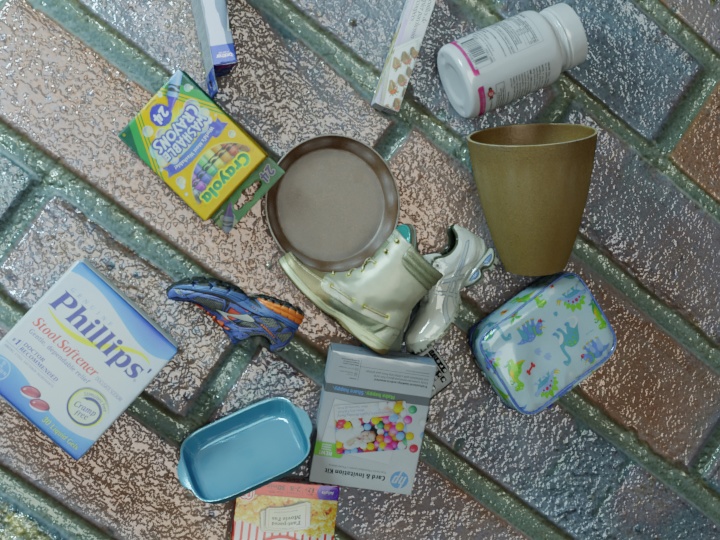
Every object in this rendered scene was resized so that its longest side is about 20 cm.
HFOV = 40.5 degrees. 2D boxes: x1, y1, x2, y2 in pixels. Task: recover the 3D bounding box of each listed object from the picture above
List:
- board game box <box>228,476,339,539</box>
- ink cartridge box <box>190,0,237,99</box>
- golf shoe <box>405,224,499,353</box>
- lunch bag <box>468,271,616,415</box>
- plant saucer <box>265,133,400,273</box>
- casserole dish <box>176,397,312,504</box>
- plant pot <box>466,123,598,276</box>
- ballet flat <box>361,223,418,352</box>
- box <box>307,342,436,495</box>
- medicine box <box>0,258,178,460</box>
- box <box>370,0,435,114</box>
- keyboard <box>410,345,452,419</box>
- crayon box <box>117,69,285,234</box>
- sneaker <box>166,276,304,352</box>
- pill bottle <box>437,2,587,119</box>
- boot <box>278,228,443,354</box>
[{"bbox_3d":[-0.117,0.401,1.416,0.150,0.046,0.202,6,91,-11],"label":"board game box"},{"bbox_3d":[-0.203,-0.340,1.336,0.042,0.119,0.202,-9,94,-13],"label":"ink cartridge box"},{"bbox_3d":[0.110,0.023,1.431,0.097,0.078,0.201,42,72,-20],"label":"golf shoe"},{"bbox_3d":[0.274,0.111,1.470,0.199,0.082,0.161,-36,97,-8],"label":"lunch bag"},{"bbox_3d":[-0.042,-0.096,1.422,0.198,0.034,0.203,-1,92,-13],"label":"plant saucer"},{"bbox_3d":[-0.160,0.258,1.381,0.198,0.039,0.122,-23,53,-9],"label":"casserole dish"},{"bbox_3d":[0.253,-0.101,1.422,0.184,0.186,0.202,-9,106,-11],"label":"plant pot"},{"bbox_3d":[0.055,0.032,1.440,0.063,0.067,0.202,17,89,-39],"label":"ballet flat"},{"bbox_3d":[0.015,0.215,1.408,0.154,0.041,0.202,9,103,-7],"label":"box"},{"bbox_3d":[-0.379,0.116,1.324,0.182,0.103,0.200,43,84,-10],"label":"medicine box"},{"bbox_3d":[0.066,-0.330,1.434,0.038,0.041,0.202,19,89,-12],"label":"box"},{"bbox_3d":[0.057,0.206,1.450,0.199,0.040,0.104,-38,98,-7],"label":"keyboard"},{"bbox_3d":[-0.218,-0.162,1.354,0.200,0.052,0.126,44,95,-6],"label":"crayon box"},{"bbox_3d":[-0.180,0.063,1.380,0.198,0.075,0.079,18,91,-10],"label":"sneaker"},{"bbox_3d":[0.223,-0.310,1.429,0.199,0.113,0.114,-24,97,-10],"label":"pill bottle"},{"bbox_3d":[0.000,0.000,1.372,0.199,0.072,0.155,38,95,-1],"label":"boot"}]
